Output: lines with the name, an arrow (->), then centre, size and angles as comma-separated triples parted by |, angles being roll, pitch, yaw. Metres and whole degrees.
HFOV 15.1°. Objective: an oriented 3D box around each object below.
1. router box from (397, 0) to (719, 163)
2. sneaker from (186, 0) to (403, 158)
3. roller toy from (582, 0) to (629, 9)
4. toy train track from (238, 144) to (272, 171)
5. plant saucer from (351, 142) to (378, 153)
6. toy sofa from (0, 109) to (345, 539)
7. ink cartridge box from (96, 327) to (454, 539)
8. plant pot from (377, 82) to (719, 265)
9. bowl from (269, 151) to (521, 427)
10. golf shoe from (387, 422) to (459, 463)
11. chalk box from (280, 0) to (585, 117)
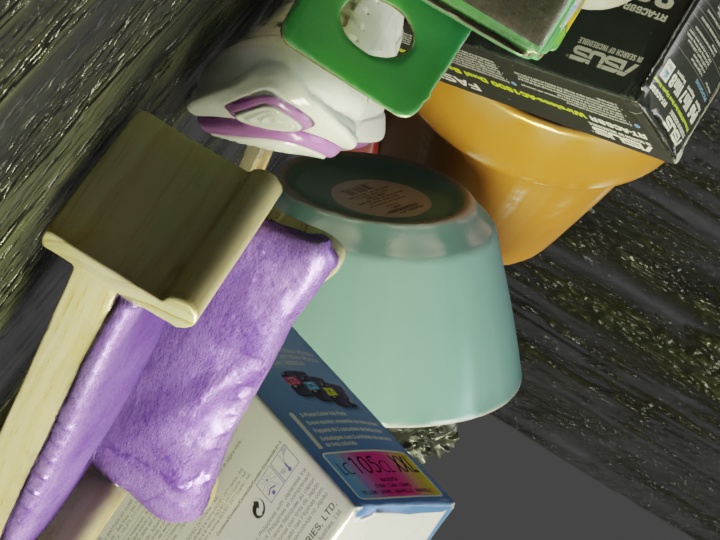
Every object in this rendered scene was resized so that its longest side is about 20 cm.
router box -> 0.100, -0.153, 1.318 | 0.150, 0.200, 0.062 | -59, 144, -13
sneaker -> -0.024, -0.100, 1.163 | 0.200, 0.075, 0.100 | -41, 144, -81
roller toy -> 0.104, -0.221, 1.185 | 0.183, 0.140, 0.200 | -58, 167, 24
toy train track -> -0.088, -0.001, 1.358 | 0.200, 0.033, 0.115 | -66, 168, 18
plant saucer -> 0.035, -0.155, 1.780 | 0.200, 0.037, 0.200 | -58, 178, -8
toy sofa -> -0.090, 0.044, 1.060 | 0.083, 0.098, 0.200 | -56, 177, -45
ink cartridge box -> -0.073, 0.086, 1.200 | 0.076, 0.200, 0.137 | 5, 125, -54
plant pot -> 0.094, -0.105, 1.633 | 0.200, 0.200, 0.183 | -56, 176, -39
bowl -> 0.000, 0.000, 1.545 | 0.201, 0.200, 0.105 | -53, 153, -65
golf shoe -> -0.034, 0.063, 1.588 | 0.078, 0.200, 0.095 | 72, 28, -47
chalk box -> 0.047, -0.158, 1.036 | 0.200, 0.125, 0.124 | -58, 177, 9
